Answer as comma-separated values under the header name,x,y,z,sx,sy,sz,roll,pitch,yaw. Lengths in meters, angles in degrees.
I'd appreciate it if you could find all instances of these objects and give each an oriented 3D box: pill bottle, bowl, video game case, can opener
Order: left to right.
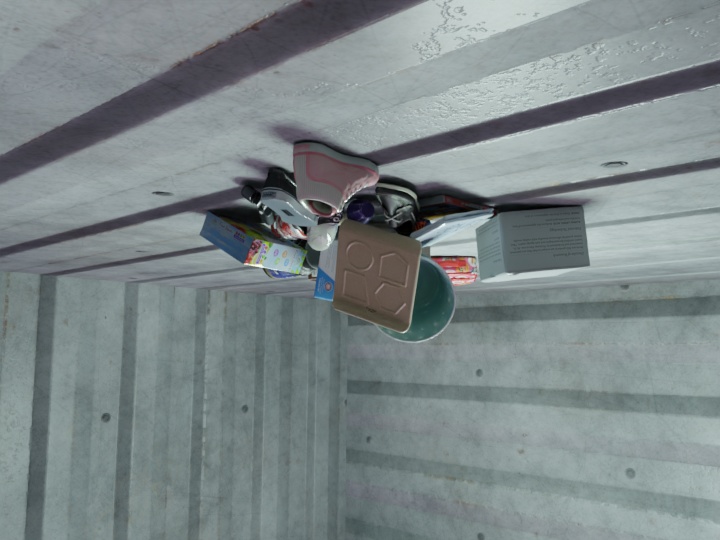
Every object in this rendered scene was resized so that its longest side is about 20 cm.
name,x,y,z,sx,sy,sz,roll,pitch,yaw
can opener,-0.192,-0.138,1.415,0.066,0.053,0.200,35,173,4
pill bottle,-0.178,-0.040,1.914,0.110,0.115,0.197,6,172,-41
bowl,0.111,0.042,1.546,0.195,0.206,0.105,0,-158,8
video game case,0.186,-0.130,1.528,0.141,0.018,0.197,-6,171,45

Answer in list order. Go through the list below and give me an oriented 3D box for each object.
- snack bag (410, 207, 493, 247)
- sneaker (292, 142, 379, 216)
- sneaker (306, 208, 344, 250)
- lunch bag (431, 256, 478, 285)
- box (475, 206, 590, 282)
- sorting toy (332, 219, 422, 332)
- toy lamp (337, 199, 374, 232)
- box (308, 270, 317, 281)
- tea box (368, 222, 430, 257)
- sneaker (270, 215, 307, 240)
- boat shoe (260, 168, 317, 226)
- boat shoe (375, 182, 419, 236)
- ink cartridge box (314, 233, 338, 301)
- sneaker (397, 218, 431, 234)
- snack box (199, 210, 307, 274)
name,x,y,z,sx,sy,sz,roll,pitch,yaw
snack bag,0.159,-0.080,1.478,0.186,0.022,0.198,-15,171,-46
sneaker,-0.039,-0.134,1.147,0.074,0.108,0.198,-6,172,34
sneaker,-0.074,-0.115,1.465,0.070,0.074,0.201,11,152,-9
lunch bag,0.291,-0.004,2.343,0.194,0.085,0.176,-1,169,4
box,0.379,-0.054,1.583,0.194,0.135,0.199,-5,174,-7
sorting toy,0.033,0.010,1.461,0.181,0.205,0.036,17,-153,19
toy lamp,-0.028,-0.114,1.516,0.057,0.060,0.199,4,172,-26
box,-0.100,0.006,2.472,0.097,0.077,0.199,-2,174,22
tea box,0.075,-0.039,1.795,0.194,0.138,0.197,1,174,-1
sneaker,-0.159,-0.103,1.571,0.105,0.069,0.201,-4,175,13
boat shoe,-0.129,-0.134,1.311,0.072,0.070,0.199,2,168,22
boat shoe,0.074,-0.119,1.375,0.070,0.070,0.200,11,170,19
ink cartridge box,0.000,0.000,1.644,0.194,0.149,0.084,11,-161,0
sneaker,0.128,-0.095,1.597,0.076,0.078,0.200,-1,-175,14
snack box,-0.247,-0.064,1.644,0.167,0.069,0.198,30,-171,32
